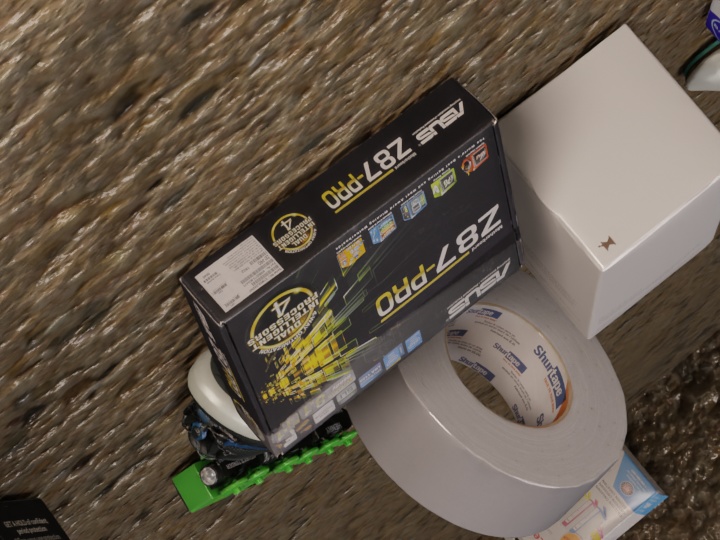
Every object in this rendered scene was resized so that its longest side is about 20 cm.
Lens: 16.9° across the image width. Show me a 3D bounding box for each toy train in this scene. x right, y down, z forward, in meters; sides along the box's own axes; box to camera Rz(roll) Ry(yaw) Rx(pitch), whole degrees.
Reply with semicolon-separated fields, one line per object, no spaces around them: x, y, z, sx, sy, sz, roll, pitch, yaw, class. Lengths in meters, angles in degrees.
-0.069;0.136;1.795;0.056;0.042;0.200;-35;171;29;toy train

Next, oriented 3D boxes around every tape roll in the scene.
0.086;0.083;1.681;0.200;0.200;0.066;-24;160;-49;tape roll

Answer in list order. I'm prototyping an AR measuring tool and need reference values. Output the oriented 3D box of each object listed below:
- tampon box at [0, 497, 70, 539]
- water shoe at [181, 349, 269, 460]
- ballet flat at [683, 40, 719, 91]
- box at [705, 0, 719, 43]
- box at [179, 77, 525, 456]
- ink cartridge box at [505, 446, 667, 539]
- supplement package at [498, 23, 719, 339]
-0.206;0.252;1.431;0.126;0.200;0.150;-41;166;11;tampon box
-0.078;0.097;1.561;0.079;0.072;0.200;-37;166;11;water shoe
0.329;-0.173;1.801;0.200;0.070;0.069;-33;166;-26;ballet flat
0.329;-0.159;1.582;0.105;0.184;0.200;-35;166;-10;box
0.000;0.000;1.412;0.200;0.049;0.161;-37;151;-13;box
0.276;0.305;3.133;0.200;0.129;0.125;-41;167;5;ink cartridge box
0.163;-0.055;1.609;0.120;0.121;0.200;-37;168;-6;supplement package
